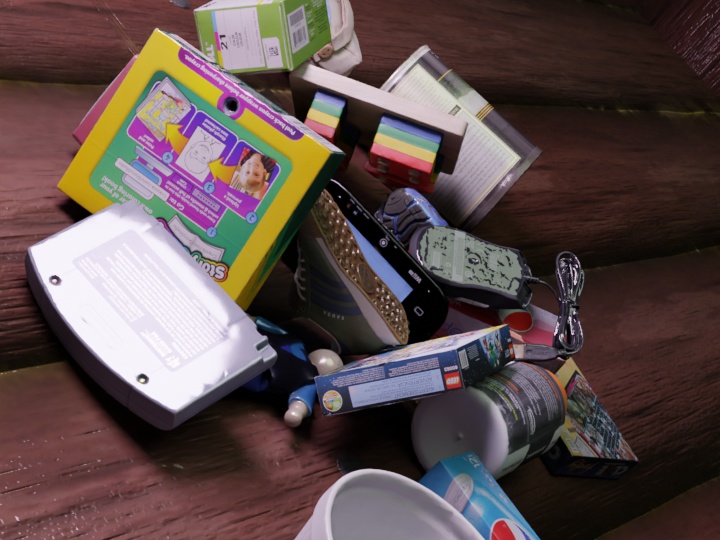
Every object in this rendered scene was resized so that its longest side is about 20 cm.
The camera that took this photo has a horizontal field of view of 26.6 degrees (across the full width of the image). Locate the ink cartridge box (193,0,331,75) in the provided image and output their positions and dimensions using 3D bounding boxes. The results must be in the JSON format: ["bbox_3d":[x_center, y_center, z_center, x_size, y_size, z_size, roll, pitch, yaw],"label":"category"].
[{"bbox_3d":[-0.148,-0.259,1.641,0.148,0.198,0.076,-52,137,-64],"label":"ink cartridge box"}]

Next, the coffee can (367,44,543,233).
[{"bbox_3d":[0.107,-0.161,1.902,0.200,0.146,0.146,42,26,2],"label":"coffee can"}]

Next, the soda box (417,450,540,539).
[{"bbox_3d":[0.124,0.263,1.361,0.200,0.068,0.064,52,27,20],"label":"soda box"}]

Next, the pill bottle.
[{"bbox_3d":[0.139,0.147,1.517,0.106,0.106,0.200,49,26,15],"label":"pill bottle"}]

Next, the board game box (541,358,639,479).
[{"bbox_3d":[0.216,0.143,1.714,0.135,0.035,0.201,12,39,-46],"label":"board game box"}]

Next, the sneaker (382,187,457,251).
[{"bbox_3d":[0.086,-0.020,1.667,0.200,0.075,0.079,54,33,-35],"label":"sneaker"}]

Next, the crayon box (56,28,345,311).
[{"bbox_3d":[-0.143,-0.089,1.368,0.199,0.173,0.058,35,9,9],"label":"crayon box"}]

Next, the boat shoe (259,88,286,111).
[{"bbox_3d":[-0.078,-0.106,1.658,0.202,0.060,0.072,58,-12,21],"label":"boat shoe"}]

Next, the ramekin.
[{"bbox_3d":[0.022,0.265,1.175,0.199,0.105,0.201,32,27,-19],"label":"ramekin"}]

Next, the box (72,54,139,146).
[{"bbox_3d":[-0.156,-0.102,1.471,0.200,0.109,0.128,46,18,9],"label":"box"}]

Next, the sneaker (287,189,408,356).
[{"bbox_3d":[-0.037,0.010,1.449,0.201,0.089,0.067,56,26,-31],"label":"sneaker"}]

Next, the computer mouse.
[{"bbox_3d":[0.139,0.033,1.573,0.199,0.046,0.141,11,55,-16],"label":"computer mouse"}]

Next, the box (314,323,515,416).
[{"bbox_3d":[0.056,0.091,1.419,0.200,0.136,0.038,-13,89,-70],"label":"box"}]

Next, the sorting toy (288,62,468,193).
[{"bbox_3d":[0.011,-0.145,1.710,0.199,0.070,0.199,20,-8,3],"label":"sorting toy"}]

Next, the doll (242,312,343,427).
[{"bbox_3d":[-0.086,0.083,1.367,0.199,0.048,0.137,17,33,-51],"label":"doll"}]

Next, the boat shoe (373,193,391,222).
[{"bbox_3d":[0.047,-0.050,1.746,0.075,0.062,0.200,41,24,4],"label":"boat shoe"}]

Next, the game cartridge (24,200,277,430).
[{"bbox_3d":[-0.180,0.036,1.254,0.133,0.041,0.200,-28,64,-37],"label":"game cartridge"}]

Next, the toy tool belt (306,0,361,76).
[{"bbox_3d":[-0.080,-0.323,1.922,0.123,0.125,0.201,29,27,-43],"label":"toy tool belt"}]

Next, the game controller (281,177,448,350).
[{"bbox_3d":[0.000,0.000,1.551,0.200,0.104,0.042,46,30,10],"label":"game controller"}]

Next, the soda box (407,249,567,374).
[{"bbox_3d":[0.122,0.056,1.629,0.199,0.070,0.064,24,43,-11],"label":"soda box"}]
